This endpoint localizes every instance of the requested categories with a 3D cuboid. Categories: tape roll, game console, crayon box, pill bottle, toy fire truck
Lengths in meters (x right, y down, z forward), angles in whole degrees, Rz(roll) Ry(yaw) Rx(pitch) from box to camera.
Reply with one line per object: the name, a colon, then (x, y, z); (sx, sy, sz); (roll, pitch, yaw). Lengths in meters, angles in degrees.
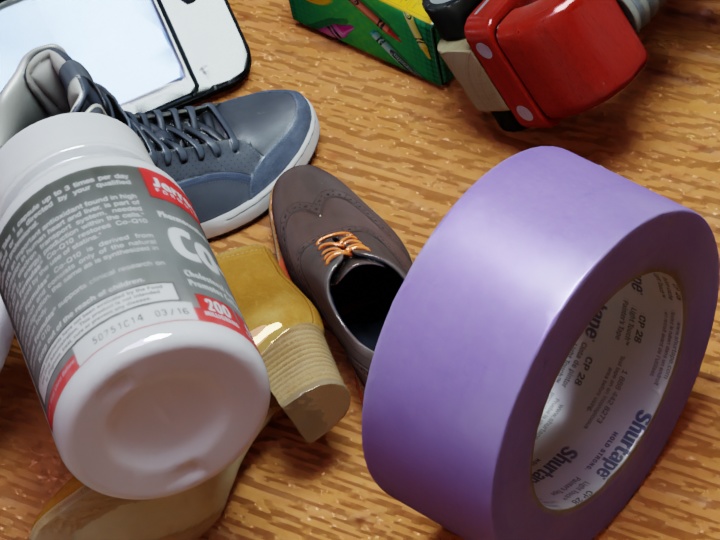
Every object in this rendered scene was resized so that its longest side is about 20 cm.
tape roll: (0.094, 0.045, 1.412); (0.085, 0.201, 0.200); (26, 61, 29)
game console: (-0.183, -0.167, 1.653); (0.199, 0.119, 0.173); (-23, 79, -7)
crayon box: (0.058, -0.217, 1.719); (0.118, 0.058, 0.200); (26, 61, 28)
pill bottle: (-0.128, 0.013, 1.456); (0.113, 0.114, 0.200); (-21, 46, -6)
toy fire truck: (0.167, -0.153, 1.587); (0.199, 0.129, 0.176); (4, 46, 52)

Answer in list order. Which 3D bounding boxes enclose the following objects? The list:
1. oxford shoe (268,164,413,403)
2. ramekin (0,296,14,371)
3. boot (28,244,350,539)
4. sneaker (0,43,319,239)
oxford shoe: (0.000, 0.000, 1.548); (0.071, 0.073, 0.200); (-26, 51, -9)
ramekin: (-0.294, 0.016, 1.539); (0.201, 0.094, 0.204); (-14, 60, 25)
boot: (-0.110, 0.074, 1.526); (0.200, 0.071, 0.144); (-31, 41, -6)
sneaker: (-0.120, -0.081, 1.592); (0.202, 0.147, 0.077); (-29, 50, -14)
